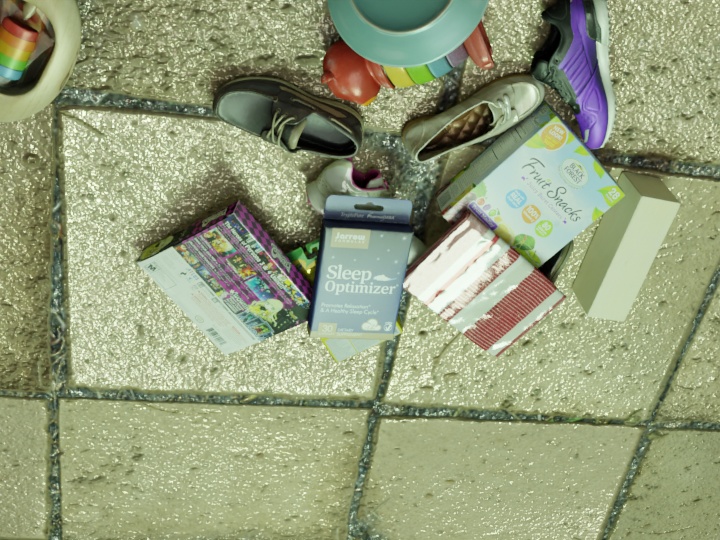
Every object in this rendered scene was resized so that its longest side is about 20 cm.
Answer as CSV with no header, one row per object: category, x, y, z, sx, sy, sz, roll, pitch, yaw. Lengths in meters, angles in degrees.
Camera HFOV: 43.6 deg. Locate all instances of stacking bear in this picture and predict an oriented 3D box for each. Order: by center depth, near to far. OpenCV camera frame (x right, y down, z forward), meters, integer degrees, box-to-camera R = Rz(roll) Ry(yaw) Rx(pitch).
stacking bear,0.048,-0.265,1.082,0.198,0.122,0.115,-21,110,16

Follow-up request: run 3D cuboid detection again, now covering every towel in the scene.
towel,0.169,0.023,1.251,0.199,0.023,0.144,37,114,-22

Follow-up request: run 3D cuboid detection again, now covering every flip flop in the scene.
flip flop,0.254,0.029,1.325,0.057,0.081,0.201,18,114,-35

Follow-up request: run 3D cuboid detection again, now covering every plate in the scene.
plate,0.051,-0.331,1.011,0.198,0.026,0.203,0,88,18

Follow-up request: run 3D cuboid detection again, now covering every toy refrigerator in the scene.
toy refrigerator,0.381,-0.032,1.297,0.069,0.076,0.202,8,120,-13

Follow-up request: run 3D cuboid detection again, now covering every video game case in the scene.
video game case,-0.177,0.017,1.239,0.180,0.036,0.200,-23,122,27

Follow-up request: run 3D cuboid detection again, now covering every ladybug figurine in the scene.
ladybug figurine,-0.396,-0.262,1.035,0.135,0.072,0.200,29,114,-25

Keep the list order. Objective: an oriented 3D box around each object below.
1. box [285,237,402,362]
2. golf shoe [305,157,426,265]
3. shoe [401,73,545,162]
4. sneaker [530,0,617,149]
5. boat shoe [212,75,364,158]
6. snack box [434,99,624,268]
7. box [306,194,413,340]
box,-0.032,0.031,1.294,0.116,0.049,0.201,-25,125,9
golf shoe,0.023,-0.078,1.217,0.199,0.076,0.092,31,110,-26
shoe,0.151,-0.193,1.172,0.198,0.054,0.070,-23,123,7
sneaker,0.265,-0.248,1.146,0.098,0.070,0.202,-13,115,-1
boat shoe,-0.086,-0.189,1.127,0.197,0.074,0.075,9,121,-14
snack box,0.231,-0.103,1.234,0.200,0.068,0.168,-42,118,16
box,0.000,0.000,1.195,0.119,0.032,0.202,2,117,-13
